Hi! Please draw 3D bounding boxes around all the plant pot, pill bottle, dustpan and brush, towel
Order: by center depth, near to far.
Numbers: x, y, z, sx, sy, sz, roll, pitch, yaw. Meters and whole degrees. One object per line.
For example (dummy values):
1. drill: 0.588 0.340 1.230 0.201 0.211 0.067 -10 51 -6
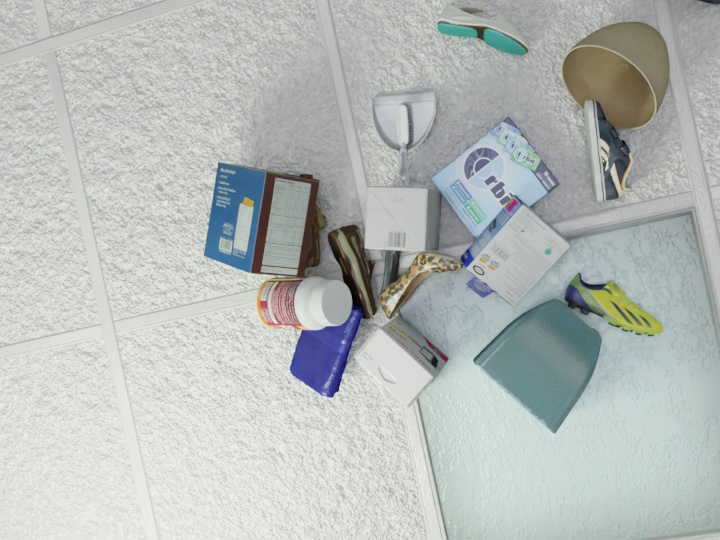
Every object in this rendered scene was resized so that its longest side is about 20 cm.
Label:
1. plant pot: 0.498 -0.384 1.537 0.200 0.201 0.135 39 73 9
2. plant pot: 0.354 0.165 1.590 0.195 0.196 0.200 40 91 8
3. dustpan and brush: 0.090 -0.269 1.690 0.138 0.057 0.203 -3 92 13
4. pill bottle: -0.119 0.067 1.694 0.199 0.109 0.111 -2 93 43
5. towel: -0.070 0.153 1.741 0.147 0.049 0.202 27 100 44

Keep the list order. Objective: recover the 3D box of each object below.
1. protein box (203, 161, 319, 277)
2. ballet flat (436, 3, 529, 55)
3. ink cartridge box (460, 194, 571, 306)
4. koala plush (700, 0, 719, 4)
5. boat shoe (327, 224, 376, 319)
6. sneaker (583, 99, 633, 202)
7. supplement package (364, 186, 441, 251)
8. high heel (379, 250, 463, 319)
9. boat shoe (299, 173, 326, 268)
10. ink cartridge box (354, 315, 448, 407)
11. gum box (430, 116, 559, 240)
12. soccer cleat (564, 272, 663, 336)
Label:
1. protein box: -0.206 -0.106 1.687 0.198 0.134 0.203 16 98 50
2. ballet flat: 0.251 -0.492 1.644 0.198 0.069 0.070 19 97 13
3. ink cartridge box: 0.294 -0.026 1.623 0.136 0.076 0.200 37 103 -14
4. koala plush: 0.616 -0.620 1.495 0.182 0.177 0.202 24 102 21
5. boat shoe: 0.003 0.000 1.720 0.074 0.075 0.204 -25 105 -22
6. sneaker: 0.480 -0.236 1.583 0.078 0.079 0.202 -10 111 11
7. supplement package: 0.089 -0.101 1.627 0.120 0.200 0.121 3 93 13
8. high heel: 0.125 0.034 1.672 0.199 0.071 0.144 4 89 41
9. boat shoe: -0.112 -0.102 1.749 0.073 0.076 0.203 5 88 -19
10. ink cartridge box: 0.087 0.177 1.642 0.147 0.200 0.086 41 101 8
11. gum box: 0.272 -0.180 1.660 0.199 0.045 0.171 -38 85 13
12. soccer cleat: 0.502 0.066 1.608 0.198 0.065 0.085 22 95 12
